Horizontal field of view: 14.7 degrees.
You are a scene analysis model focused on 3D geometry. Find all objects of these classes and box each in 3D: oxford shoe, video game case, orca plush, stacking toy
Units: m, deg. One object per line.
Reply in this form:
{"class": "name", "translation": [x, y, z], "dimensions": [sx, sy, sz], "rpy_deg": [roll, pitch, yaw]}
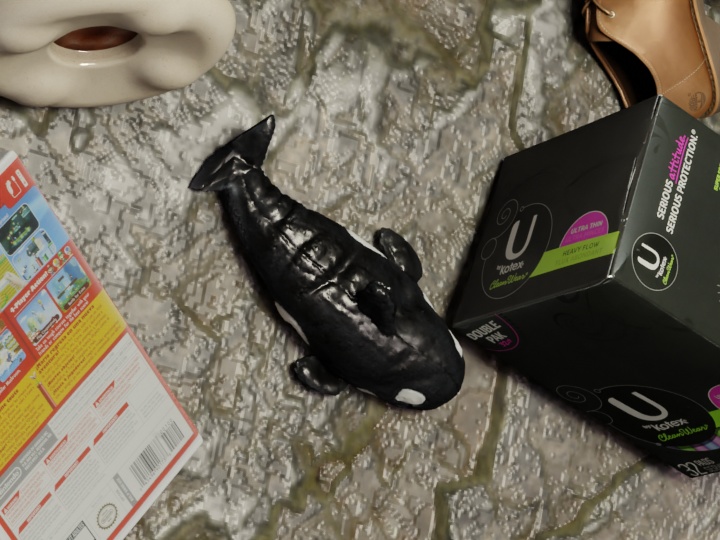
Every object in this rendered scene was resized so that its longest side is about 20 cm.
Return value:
{"class": "oxford shoe", "translation": [0.159, -0.174, 1.680], "dimensions": [0.071, 0.071, 0.200], "rpy_deg": [-28, 101, -25]}
{"class": "video game case", "translation": [-0.173, 0.059, 1.449], "dimensions": [0.143, 0.017, 0.200], "rpy_deg": [-50, 121, -37]}
{"class": "orca plush", "translation": [0.000, 0.000, 1.561], "dimensions": [0.105, 0.071, 0.200], "rpy_deg": [-37, 104, -29]}
{"class": "stacking toy", "translation": [-0.147, -0.198, 1.473], "dimensions": [0.146, 0.146, 0.200], "rpy_deg": [4, 68, -31]}

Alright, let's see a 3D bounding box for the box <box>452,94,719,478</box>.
{"class": "box", "translation": [0.183, 0.014, 1.621], "dimensions": [0.200, 0.148, 0.124], "rpy_deg": [33, 60, -26]}
